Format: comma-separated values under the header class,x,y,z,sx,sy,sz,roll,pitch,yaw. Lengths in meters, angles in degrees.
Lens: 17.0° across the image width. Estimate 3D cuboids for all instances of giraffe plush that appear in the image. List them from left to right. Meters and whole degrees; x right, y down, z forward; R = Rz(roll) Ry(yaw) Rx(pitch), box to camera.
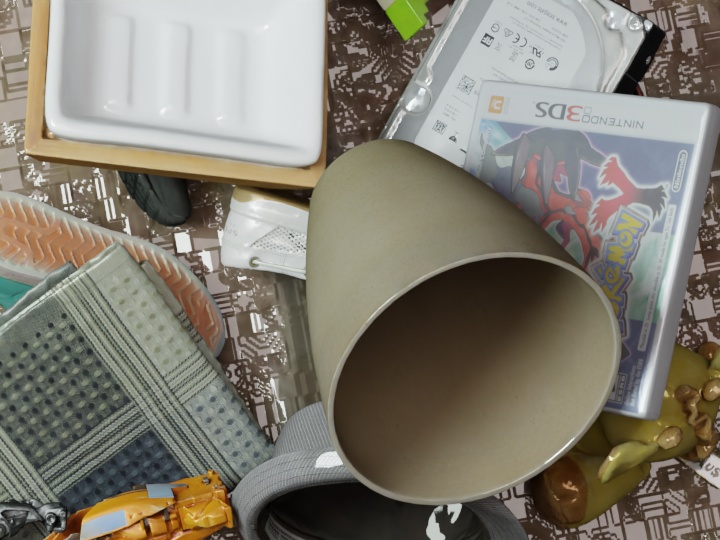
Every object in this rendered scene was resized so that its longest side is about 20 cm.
class,x,y,z,sx,sy,sz,roll,pitch,yaw
giraffe plush,0.174,0.087,1.591,0.199,0.162,0.174,19,81,-1

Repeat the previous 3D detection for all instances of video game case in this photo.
class,x,y,z,sx,sy,sz,roll,pitch,yaw
video game case,0.132,-0.017,1.545,0.181,0.023,0.202,10,86,39

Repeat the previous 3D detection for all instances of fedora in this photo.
class,x,y,z,sx,sy,sz,roll,pitch,yaw
fedora,0.017,0.144,1.590,0.198,0.177,0.091,3,52,7

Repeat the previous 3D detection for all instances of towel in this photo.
class,x,y,z,sx,sy,sz,roll,pitch,yaw
towel,-0.181,0.101,1.586,0.192,0.035,0.201,-35,115,-2

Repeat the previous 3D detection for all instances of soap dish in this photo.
class,x,y,z,sx,sy,sz,roll,pitch,yaw
soap dish,-0.121,-0.133,1.576,0.198,0.081,0.159,6,71,-16

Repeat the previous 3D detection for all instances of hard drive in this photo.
class,x,y,z,sx,sy,sz,roll,pitch,yaw
hard drive,0.099,-0.108,1.630,0.139,0.038,0.201,33,97,25

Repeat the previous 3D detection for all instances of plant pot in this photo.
class,x,y,z,sx,sy,sz,roll,pitch,yaw
plant pot,0.041,0.009,1.500,0.186,0.188,0.200,-18,40,-7

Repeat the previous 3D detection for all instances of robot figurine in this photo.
class,x,y,z,sx,sy,sz,roll,pitch,yaw
robot figurine,-0.175,0.207,1.574,0.199,0.058,0.146,-17,113,-10

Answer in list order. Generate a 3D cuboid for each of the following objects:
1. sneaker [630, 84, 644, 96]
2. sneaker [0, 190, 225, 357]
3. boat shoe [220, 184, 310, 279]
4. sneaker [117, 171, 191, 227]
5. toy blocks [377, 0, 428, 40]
class,x,y,z,sx,sy,sz,roll,pitch,yaw
sneaker,0.168,-0.090,1.654,0.077,0.082,0.201,-17,83,-14
sneaker,-0.187,0.011,1.626,0.199,0.080,0.072,29,62,-19
boat shoe,0.000,0.000,1.642,0.199,0.071,0.070,18,98,-6
sneaker,-0.138,-0.131,1.644,0.090,0.076,0.202,-14,85,-12
toy blocks,0.031,-0.277,1.663,0.136,0.100,0.201,-32,86,-37
